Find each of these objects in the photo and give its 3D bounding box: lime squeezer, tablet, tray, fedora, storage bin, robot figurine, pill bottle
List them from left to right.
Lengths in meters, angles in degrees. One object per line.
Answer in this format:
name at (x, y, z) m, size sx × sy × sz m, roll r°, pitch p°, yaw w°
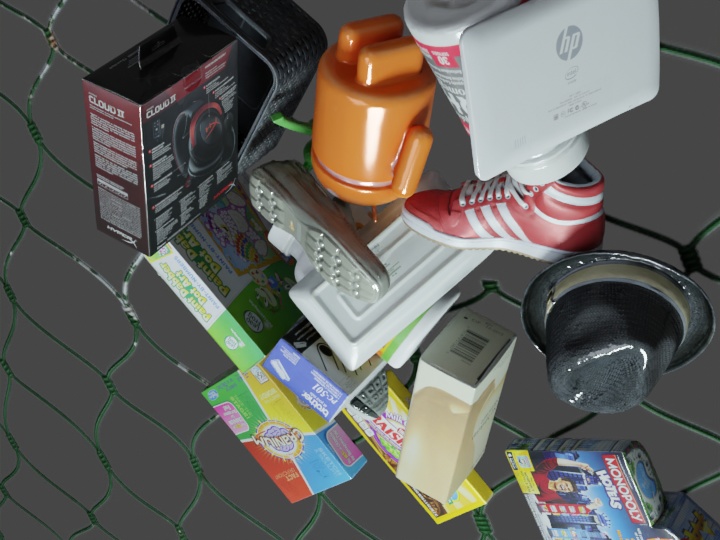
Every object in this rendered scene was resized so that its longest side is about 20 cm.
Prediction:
storage bin at (-0.137, -0.202, 1.257) m, size 0.135 × 0.094 × 0.200 m, roll 41°, pitch 138°, yaw 5°
lime squeezer at (-0.057, -0.125, 1.273) m, size 0.038 × 0.070 × 0.200 m, roll 49°, pitch 165°, yaw 13°
pill bottle at (0.000, 0.000, 1.289) m, size 0.200 × 0.111 × 0.111 m, roll 41°, pitch 139°, yaw 6°
robot figurine at (0.011, -0.145, 1.161) m, size 0.143 × 0.117 × 0.201 m, roll 21°, pitch 136°, yaw 13°
tray at (0.032, -0.001, 1.219) m, size 0.108 × 0.200 × 0.022 m, roll 50°, pitch -178°, yaw 7°
pill bottle at (0.125, -0.168, 1.017) m, size 0.110 × 0.111 × 0.200 m, roll 4°, pitch 145°, yaw 37°
tablet at (0.166, -0.165, 0.966) m, size 0.014 × 0.199 × 0.131 m, roll 34°, pitch 143°, yaw 49°
fedora at (0.235, 0.073, 1.130) m, size 0.199 × 0.092 × 0.201 m, roll 13°, pitch 144°, yaw 10°

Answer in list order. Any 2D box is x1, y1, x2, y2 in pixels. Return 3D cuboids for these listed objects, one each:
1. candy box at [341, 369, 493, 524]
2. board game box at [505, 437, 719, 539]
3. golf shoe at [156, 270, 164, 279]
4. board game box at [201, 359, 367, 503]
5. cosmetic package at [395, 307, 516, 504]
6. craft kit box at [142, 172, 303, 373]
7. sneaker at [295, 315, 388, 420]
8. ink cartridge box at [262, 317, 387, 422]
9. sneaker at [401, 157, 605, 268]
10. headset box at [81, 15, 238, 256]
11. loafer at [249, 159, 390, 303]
candy box at (0.066, 0.218, 1.473) m, size 0.200 × 0.026 × 0.102 m, roll 50°, pitch 135°, yaw -4°
board game box at (0.284, 0.258, 1.298) m, size 0.199 × 0.062 × 0.201 m, roll -6°, pitch 117°, yaw 41°
golf shoe at (-0.206, -0.002, 1.468) m, size 0.200 × 0.092 × 0.073 m, roll 41°, pitch 140°, yaw 9°
board game box at (-0.103, 0.206, 1.591) m, size 0.200 × 0.040 × 0.153 m, roll 51°, pitch 139°, yaw -6°
cosmetic package at (0.104, 0.152, 1.331) m, size 0.071 × 0.105 × 0.201 m, roll 27°, pitch 137°, yaw 20°
craft kit box at (-0.139, -0.015, 1.327) m, size 0.048 × 0.198 × 0.200 m, roll -36°, pitch 97°, yaw 35°
sneaker at (-0.040, 0.106, 1.444) m, size 0.200 × 0.074 × 0.087 m, roll 45°, pitch 151°, yaw 21°
ink cartridge box at (-0.022, 0.084, 1.306) m, size 0.094 × 0.200 × 0.044 m, roll 40°, pitch 116°, yaw 7°
sneaker at (0.136, -0.074, 1.136) m, size 0.198 × 0.071 × 0.113 m, roll 10°, pitch 131°, yaw 13°
headset box at (-0.190, -0.140, 1.168) m, size 0.075 × 0.149 × 0.201 m, roll 25°, pitch 136°, yaw 21°
loafer at (-0.033, -0.047, 1.201) m, size 0.200 × 0.069 × 0.070 m, roll 46°, pitch 149°, yaw 26°
